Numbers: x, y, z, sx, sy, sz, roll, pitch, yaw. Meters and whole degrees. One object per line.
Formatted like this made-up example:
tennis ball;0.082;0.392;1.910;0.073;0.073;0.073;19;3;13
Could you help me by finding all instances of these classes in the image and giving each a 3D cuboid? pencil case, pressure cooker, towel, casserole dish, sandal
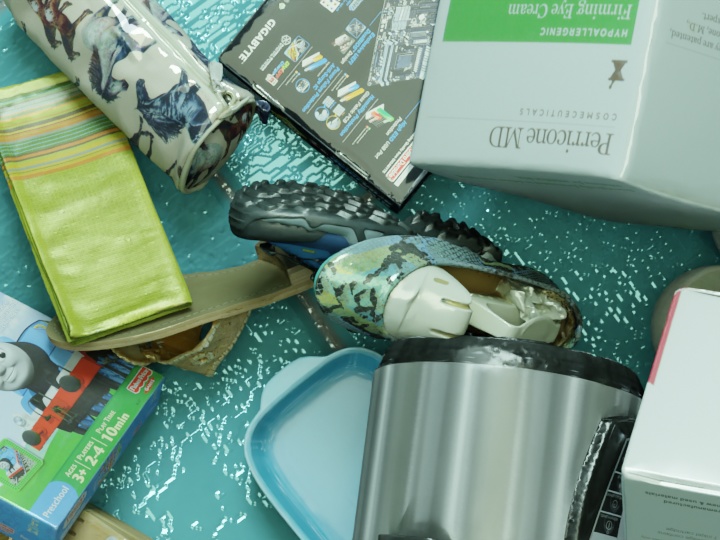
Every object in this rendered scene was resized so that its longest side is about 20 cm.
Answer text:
pencil case;-0.152;-0.148;1.581;0.200;0.078;0.089;46;128;11
pressure cooker;0.083;0.151;1.481;0.176;0.179;0.200;11;78;-13
towel;-0.181;-0.047;1.573;0.086;0.018;0.200;-20;61;-8
casserole dish;0.012;0.143;1.589;0.121;0.039;0.200;-39;87;-3
sandal;-0.096;0.037;1.585;0.212;0.078;0.070;-21;120;-14

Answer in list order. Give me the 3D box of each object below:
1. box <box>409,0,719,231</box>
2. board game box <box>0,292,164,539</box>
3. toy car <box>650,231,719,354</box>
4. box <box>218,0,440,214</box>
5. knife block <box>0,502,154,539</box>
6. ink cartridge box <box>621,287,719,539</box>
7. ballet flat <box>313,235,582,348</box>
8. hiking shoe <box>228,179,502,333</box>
box;0.175;-0.122;1.492;0.200;0.199;0.171;12;87;-39
board game box;-0.249;0.080;1.548;0.200;0.037;0.151;26;46;7
toy car;0.301;0.028;1.554;0.150;0.175;0.200;35;81;-36
box;0.027;-0.165;1.610;0.159;0.046;0.200;38;87;2
knife block;-0.137;0.214;1.581;0.200;0.176;0.064;25;83;47
ink cartridge box;0.211;0.132;1.427;0.086;0.200;0.148;8;50;16
ballet flat;0.064;0.021;1.514;0.200;0.074;0.074;5;84;-39
hiking shoe;0.000;0.000;1.541;0.200;0.074;0.087;14;103;-31
